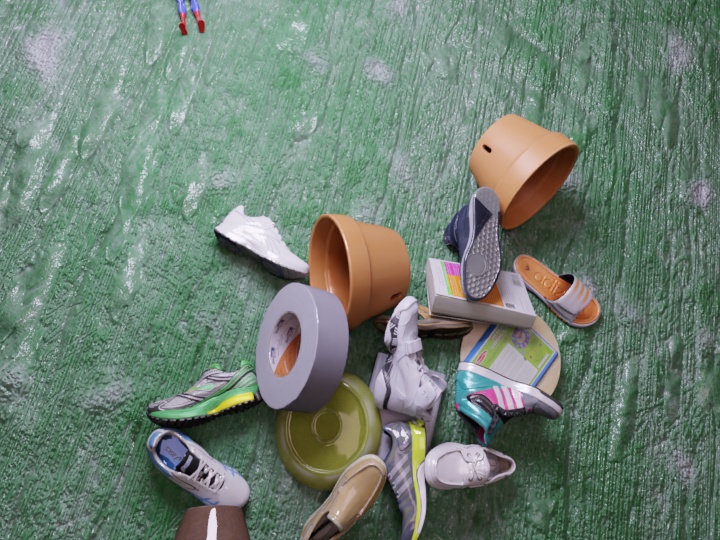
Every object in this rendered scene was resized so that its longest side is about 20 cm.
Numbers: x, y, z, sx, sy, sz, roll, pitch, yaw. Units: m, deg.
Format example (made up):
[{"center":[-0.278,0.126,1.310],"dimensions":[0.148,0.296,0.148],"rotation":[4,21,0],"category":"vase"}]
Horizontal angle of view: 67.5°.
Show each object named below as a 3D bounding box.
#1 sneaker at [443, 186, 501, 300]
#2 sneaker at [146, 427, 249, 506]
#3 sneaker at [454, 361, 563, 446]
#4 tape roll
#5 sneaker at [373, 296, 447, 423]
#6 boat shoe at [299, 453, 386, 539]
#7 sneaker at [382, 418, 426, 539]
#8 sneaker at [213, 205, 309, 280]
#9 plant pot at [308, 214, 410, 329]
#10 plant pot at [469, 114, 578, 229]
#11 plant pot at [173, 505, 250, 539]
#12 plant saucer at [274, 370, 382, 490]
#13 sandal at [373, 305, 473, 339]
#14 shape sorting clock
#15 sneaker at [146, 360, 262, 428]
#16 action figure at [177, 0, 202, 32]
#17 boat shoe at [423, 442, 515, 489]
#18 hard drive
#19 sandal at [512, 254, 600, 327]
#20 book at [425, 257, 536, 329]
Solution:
[{"center":[0.207,-0.033,1.023],"dimensions":[0.074,0.146,0.211],"rotation":[13,74,-10],"category":"sneaker"},{"center":[-0.268,0.332,0.889],"dimensions":[0.197,0.072,0.073],"rotation":[36,71,-6],"category":"sneaker"},{"center":[0.250,0.254,0.949],"dimensions":[0.193,0.084,0.124],"rotation":[20,72,10],"category":"sneaker"},{"center":[-0.102,0.129,0.904],"dimensions":[0.065,0.197,0.209],"rotation":[17,70,-36],"category":"tape roll"},{"center":[0.095,0.154,0.912],"dimensions":[0.111,0.074,0.208],"rotation":[18,103,25],"category":"sneaker"},{"center":[-0.028,0.389,0.869],"dimensions":[0.071,0.076,0.203],"rotation":[37,100,7],"category":"boat shoe"},{"center":[0.069,0.355,0.908],"dimensions":[0.077,0.074,0.208],"rotation":[3,67,0],"category":"sneaker"},{"center":[-0.177,-0.054,1.013],"dimensions":[0.196,0.075,0.089],"rotation":[31,68,0],"category":"sneaker"},{"center":[0.000,0.000,0.972],"dimensions":[0.135,0.200,0.208],"rotation":[-5,74,-27],"category":"plant pot"},{"center":[0.307,-0.206,1.065],"dimensions":[0.197,0.202,0.141],"rotation":[-34,64,-16],"category":"plant pot"},{"center":[-0.230,0.475,0.818],"dimensions":[0.179,0.189,0.207],"rotation":[0,59,-8],"category":"plant pot"},{"center":[-0.058,0.272,0.941],"dimensions":[0.191,0.031,0.208],"rotation":[-1,71,4],"category":"plant saucer"},{"center":[0.117,0.094,1.013],"dimensions":[0.191,0.081,0.056],"rotation":[1,64,-10],"category":"sandal"},{"center":[0.286,0.168,1.034],"dimensions":[0.191,0.039,0.209],"rotation":[1,78,-2],"category":"shape sorting clock"},{"center":[-0.269,0.215,0.931],"dimensions":[0.193,0.078,0.088],"rotation":[-13,70,-21],"category":"sneaker"},{"center":[-0.372,-0.616,1.127],"dimensions":[0.063,0.099,0.207],"rotation":[-12,74,-12],"category":"action figure"},{"center":[0.191,0.330,0.917],"dimensions":[0.195,0.068,0.074],"rotation":[8,73,-38],"category":"boat shoe"},{"center":[0.068,0.269,0.979],"dimensions":[0.134,0.033,0.207],"rotation":[18,73,-3],"category":"hard drive"},{"center":[0.397,0.038,1.076],"dimensions":[0.203,0.059,0.080],"rotation":[34,73,2],"category":"sandal"},{"center":[0.224,0.038,1.028],"dimensions":[0.192,0.049,0.136],"rotation":[10,36,-5],"category":"book"}]
